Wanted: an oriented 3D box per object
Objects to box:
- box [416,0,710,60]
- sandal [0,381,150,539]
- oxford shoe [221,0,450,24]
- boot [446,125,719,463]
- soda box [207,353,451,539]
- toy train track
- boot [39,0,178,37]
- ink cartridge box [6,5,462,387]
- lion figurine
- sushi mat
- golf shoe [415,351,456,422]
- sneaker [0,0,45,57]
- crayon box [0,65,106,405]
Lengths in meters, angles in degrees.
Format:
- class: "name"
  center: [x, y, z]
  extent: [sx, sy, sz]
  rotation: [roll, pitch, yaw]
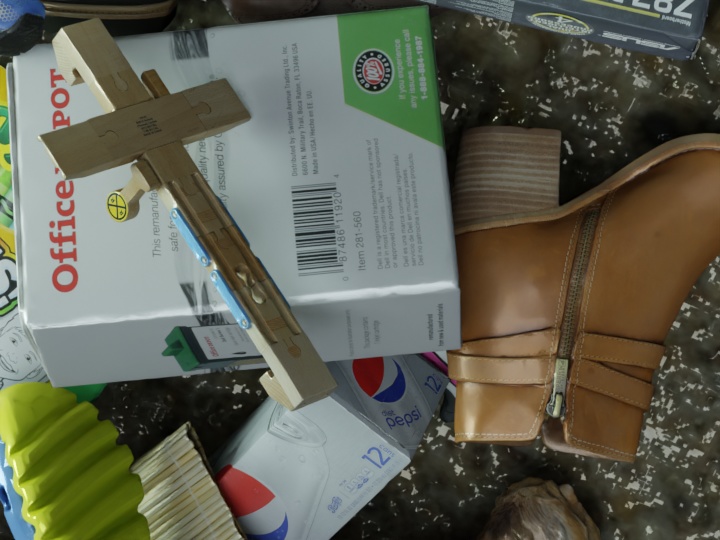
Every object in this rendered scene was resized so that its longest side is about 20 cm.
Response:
- class: "box"
  center: [0.076, -0.198, 1.304]
  extent: [0.199, 0.049, 0.162]
  rotation: [12, 80, 2]
- class: "sandal"
  center: [-0.136, 0.151, 1.363]
  extent: [0.087, 0.079, 0.201]
  rotation: [-27, 85, 40]
- class: "oxford shoe"
  center: [0.027, -0.153, 1.368]
  extent: [0.199, 0.072, 0.073]
  rotation: [-1, 144, 1]
- class: "boot"
  center: [0.136, 0.014, 1.359]
  extent: [0.199, 0.077, 0.156]
  rotation: [3, 81, -8]
- class: "soda box"
  center: [-0.041, 0.108, 1.436]
  extent: [0.063, 0.068, 0.200]
  rotation: [38, 131, -8]
- class: "toy train track"
  center: [-0.078, -0.021, 1.245]
  extent: [0.201, 0.114, 0.033]
  rotation: [56, 134, 14]
- class: "boot"
  center: [-0.175, -0.199, 1.365]
  extent: [0.199, 0.078, 0.139]
  rotation: [15, 108, 1]
- class: "ink cartridge box"
  center: [-0.058, -0.033, 1.316]
  extent: [0.199, 0.084, 0.147]
  rotation: [-5, 67, 1]
- class: "lion figurine"
  center: [0.041, 0.188, 1.483]
  extent: [0.199, 0.073, 0.123]
  rotation: [-23, 116, 11]
- class: "sushi mat"
  center: [-0.135, 0.169, 1.436]
  extent: [0.200, 0.012, 0.096]
  rotation: [-37, 77, 26]
- class: "golf shoe"
  center: [0.000, 0.000, 1.417]
  extent: [0.200, 0.073, 0.092]
  rotation: [38, 113, -8]
- class: "sneaker"
  center: [-0.218, -0.169, 1.302]
  extent: [0.200, 0.078, 0.089]
  rotation: [38, 104, 21]
- class: "crayon box"
  center: [-0.202, -0.011, 1.395]
  extent: [0.200, 0.058, 0.173]
  rotation: [35, 84, -17]
